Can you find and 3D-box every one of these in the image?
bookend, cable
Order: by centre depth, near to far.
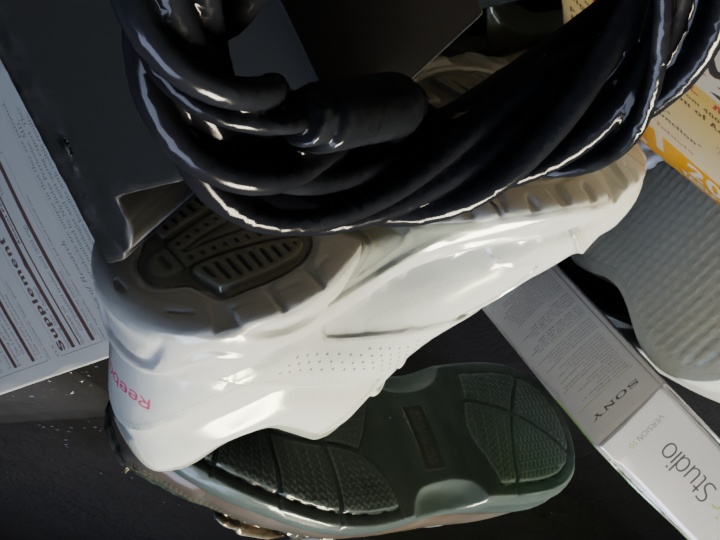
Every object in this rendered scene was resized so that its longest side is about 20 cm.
[{"bbox_3d":[0.025,-0.066,0.551,0.163,0.051,0.200,-35,150,-11],"label":"cable"},{"bbox_3d":[-0.015,-0.124,0.619,0.199,0.092,0.200,-12,112,39],"label":"bookend"}]

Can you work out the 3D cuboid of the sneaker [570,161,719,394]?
[{"bbox_3d":[0.139,0.002,0.890,0.082,0.074,0.200,23,-167,-15],"label":"sneaker"}]

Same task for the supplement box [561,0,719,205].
[{"bbox_3d":[0.122,-0.074,0.714,0.126,0.074,0.200,42,172,16],"label":"supplement box"}]

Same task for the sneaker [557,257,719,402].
[{"bbox_3d":[0.150,0.003,1.047,0.199,0.074,0.112,11,160,-7],"label":"sneaker"}]

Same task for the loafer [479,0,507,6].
[{"bbox_3d":[-0.025,-0.128,0.769,0.199,0.072,0.063,8,150,3],"label":"loafer"}]

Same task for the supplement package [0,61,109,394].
[{"bbox_3d":[-0.079,-0.038,0.891,0.113,0.110,0.200,-30,-174,-32],"label":"supplement package"}]

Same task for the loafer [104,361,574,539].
[{"bbox_3d":[-0.011,0.066,0.846,0.199,0.072,0.063,8,146,-44],"label":"loafer"}]

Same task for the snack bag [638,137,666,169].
[{"bbox_3d":[0.019,-0.012,0.916,0.199,0.022,0.189,-24,-175,5],"label":"snack bag"}]

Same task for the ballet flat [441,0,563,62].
[{"bbox_3d":[0.044,-0.088,0.894,0.199,0.069,0.063,-7,127,26],"label":"ballet flat"}]

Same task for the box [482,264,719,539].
[{"bbox_3d":[0.111,0.061,0.936,0.144,0.036,0.200,45,-175,-24],"label":"box"}]

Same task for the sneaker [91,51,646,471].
[{"bbox_3d":[0.000,0.000,0.771,0.199,0.078,0.100,-20,144,-30],"label":"sneaker"}]
